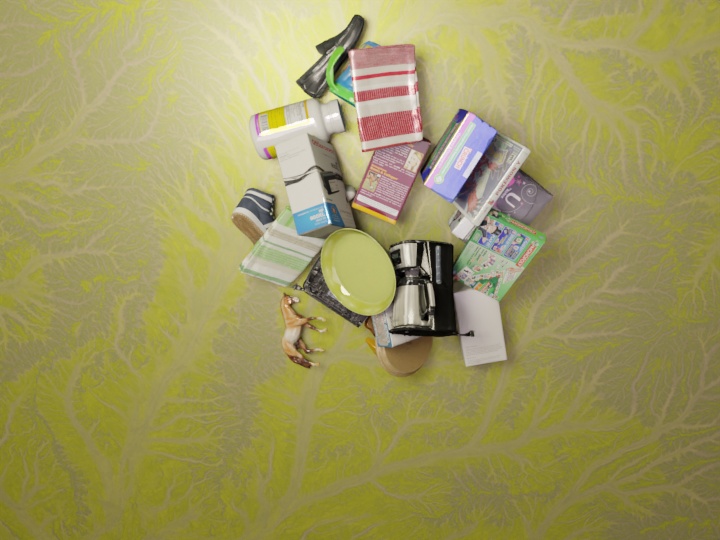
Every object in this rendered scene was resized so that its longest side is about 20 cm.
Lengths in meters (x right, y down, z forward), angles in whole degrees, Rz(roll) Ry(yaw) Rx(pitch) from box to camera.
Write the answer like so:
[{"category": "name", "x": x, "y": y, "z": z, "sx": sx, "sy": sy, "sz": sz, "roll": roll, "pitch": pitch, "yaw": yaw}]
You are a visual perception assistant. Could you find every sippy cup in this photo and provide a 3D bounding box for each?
[{"category": "sippy cup", "x": 0.022, "y": -0.407, "z": 1.206, "sx": 0.140, "sy": 0.178, "sz": 0.130, "roll": 33, "pitch": 102, "yaw": 18}]

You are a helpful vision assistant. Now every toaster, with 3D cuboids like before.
[{"category": "toaster", "x": -0.029, "y": 0.007, "z": 1.347, "sx": 0.200, "sy": 0.119, "sz": 0.181, "roll": 33, "pitch": 106, "yaw": -8}]

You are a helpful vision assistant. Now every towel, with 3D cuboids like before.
[{"category": "towel", "x": 0.055, "y": -0.353, "z": 1.158, "sx": 0.144, "sy": 0.023, "sz": 0.200, "roll": -14, "pitch": 109, "yaw": -19}, {"category": "towel", "x": -0.172, "y": -0.053, "z": 1.317, "sx": 0.149, "sy": 0.031, "sz": 0.200, "roll": 21, "pitch": 120, "yaw": -40}]

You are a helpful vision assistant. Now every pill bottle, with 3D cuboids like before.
[{"category": "pill bottle", "x": -0.137, "y": -0.319, "z": 1.257, "sx": 0.200, "sy": 0.104, "sz": 0.104, "roll": -13, "pitch": 107, "yaw": 7}]

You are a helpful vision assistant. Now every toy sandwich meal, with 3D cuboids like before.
[{"category": "toy sandwich meal", "x": 0.093, "y": 0.162, "z": 1.394, "sx": 0.205, "sy": 0.070, "sz": 0.205, "roll": -1, "pitch": 91, "yaw": -37}]

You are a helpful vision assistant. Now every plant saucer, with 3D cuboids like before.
[{"category": "plant saucer", "x": 0.000, "y": 0.000, "z": 1.223, "sx": 0.200, "sy": 0.031, "sz": 0.200, "roll": 19, "pitch": 123, "yaw": 32}]

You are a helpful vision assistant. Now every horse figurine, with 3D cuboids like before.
[{"category": "horse figurine", "x": -0.153, "y": 0.166, "z": 1.438, "sx": 0.132, "sy": 0.050, "sz": 0.200, "roll": 15, "pitch": 115, "yaw": 12}]

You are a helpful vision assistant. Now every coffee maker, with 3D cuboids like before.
[{"category": "coffee maker", "x": 0.151, "y": 0.043, "z": 1.253, "sx": 0.135, "sy": 0.192, "sz": 0.200, "roll": -10, "pitch": 73, "yaw": 42}]

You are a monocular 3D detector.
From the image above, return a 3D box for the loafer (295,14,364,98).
[{"category": "loafer", "x": -0.065, "y": -0.468, "z": 1.223, "sx": 0.070, "sy": 0.068, "sz": 0.201, "roll": 33, "pitch": 110, "yaw": -16}]

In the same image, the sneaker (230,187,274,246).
[{"category": "sneaker", "x": -0.224, "y": -0.108, "z": 1.350, "sx": 0.070, "sy": 0.109, "sz": 0.200, "roll": -5, "pitch": 142, "yaw": 26}]

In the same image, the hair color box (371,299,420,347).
[{"category": "hair color box", "x": 0.123, "y": 0.106, "z": 1.331, "sx": 0.200, "sy": 0.060, "sz": 0.100, "roll": -14, "pitch": 93, "yaw": -36}]

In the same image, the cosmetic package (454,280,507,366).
[{"category": "cosmetic package", "x": 0.288, "y": 0.122, "z": 1.382, "sx": 0.107, "sy": 0.085, "sz": 0.200, "roll": -9, "pitch": 106, "yaw": 5}]

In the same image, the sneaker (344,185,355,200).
[{"category": "sneaker", "x": -0.087, "y": -0.131, "z": 1.339, "sx": 0.200, "sy": 0.070, "sz": 0.080, "roll": -31, "pitch": 111, "yaw": 19}]

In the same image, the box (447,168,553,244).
[{"category": "box", "x": 0.310, "y": -0.138, "z": 1.282, "sx": 0.132, "sy": 0.115, "sz": 0.200, "roll": 36, "pitch": 106, "yaw": -8}]

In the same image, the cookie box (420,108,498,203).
[{"category": "cookie box", "x": 0.203, "y": -0.250, "z": 1.207, "sx": 0.075, "sy": 0.200, "sz": 0.171, "roll": 30, "pitch": 107, "yaw": -6}]

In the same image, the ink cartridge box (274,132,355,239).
[{"category": "ink cartridge box", "x": -0.094, "y": -0.177, "z": 1.213, "sx": 0.084, "sy": 0.145, "sz": 0.200, "roll": -18, "pitch": 84, "yaw": 20}]

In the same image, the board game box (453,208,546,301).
[{"category": "board game box", "x": 0.293, "y": -0.030, "z": 1.236, "sx": 0.134, "sy": 0.029, "sz": 0.200, "roll": 26, "pitch": 134, "yaw": 1}]

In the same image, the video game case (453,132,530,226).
[{"category": "video game case", "x": 0.263, "y": -0.209, "z": 1.220, "sx": 0.023, "sy": 0.200, "sz": 0.182, "roll": 26, "pitch": 108, "yaw": -22}]

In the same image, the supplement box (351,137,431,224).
[{"category": "supplement box", "x": 0.069, "y": -0.221, "z": 1.285, "sx": 0.110, "sy": 0.086, "sz": 0.200, "roll": 23, "pitch": 108, "yaw": -4}]
